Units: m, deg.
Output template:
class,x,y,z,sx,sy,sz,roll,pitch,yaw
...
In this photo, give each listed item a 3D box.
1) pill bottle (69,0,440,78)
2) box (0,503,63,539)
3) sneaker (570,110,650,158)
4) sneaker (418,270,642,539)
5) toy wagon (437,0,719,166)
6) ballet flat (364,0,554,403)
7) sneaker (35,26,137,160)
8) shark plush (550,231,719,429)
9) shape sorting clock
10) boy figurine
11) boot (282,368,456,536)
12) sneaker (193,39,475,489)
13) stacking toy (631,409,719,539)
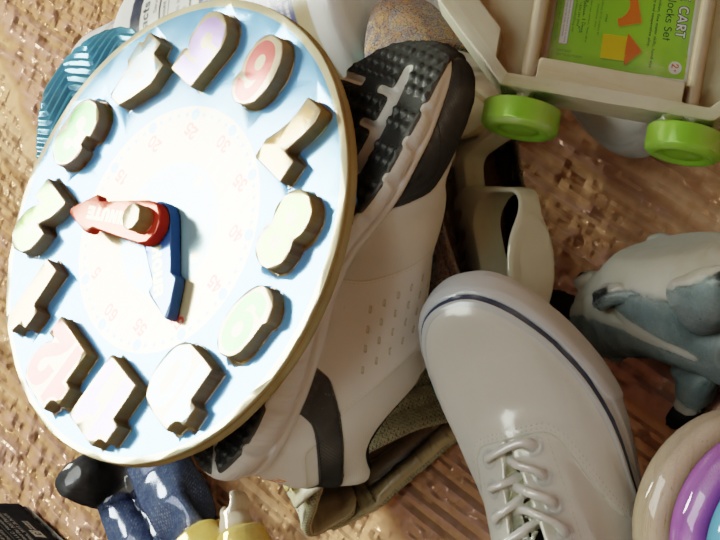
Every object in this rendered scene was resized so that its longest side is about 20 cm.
class,x,y,z,sx,sy,sz,roll,pitch,yaw
pill bottle,-0.051,-0.107,1.090,0.199,0.111,0.112,-16,72,41
box,-0.250,0.205,1.158,0.104,0.199,0.149,35,106,41
sneaker,0.083,-0.141,0.986,0.075,0.088,0.201,-35,61,32
sneaker,0.079,0.096,0.893,0.073,0.071,0.201,-22,104,30
toy wagon,0.135,-0.122,0.921,0.198,0.040,0.156,10,81,8
ballet flat,0.052,-0.037,0.959,0.067,0.068,0.202,-33,66,54
sneaker,-0.087,-0.021,1.027,0.076,0.081,0.201,-30,67,13
shark plush,0.127,0.033,0.933,0.199,0.091,0.084,-11,105,37
shape sorting clock,-0.080,-0.018,0.924,0.199,0.039,0.202,-15,67,41
boy figurine,-0.088,0.171,1.108,0.124,0.064,0.201,-45,52,25
boot,-0.057,0.061,1.073,0.199,0.072,0.155,-30,64,14
sneaker,0.000,0.000,0.927,0.074,0.080,0.201,39,106,55
stacking toy,0.187,0.112,0.812,0.200,0.085,0.086,20,97,60
